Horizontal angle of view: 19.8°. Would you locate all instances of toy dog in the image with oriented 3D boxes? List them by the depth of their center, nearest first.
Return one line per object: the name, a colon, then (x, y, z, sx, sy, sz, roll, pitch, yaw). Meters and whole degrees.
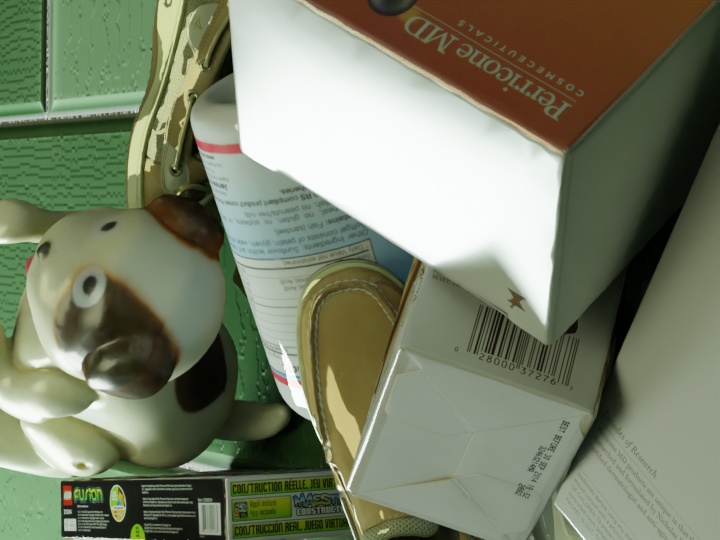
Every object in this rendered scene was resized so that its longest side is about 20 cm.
toy dog: (-0.130, 0.039, 1.113, 0.140, 0.193, 0.200, -58, -5, -23)

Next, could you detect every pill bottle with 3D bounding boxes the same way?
pill bottle: (0.000, 0.000, 0.960, 0.108, 0.108, 0.201, 13, 125, 57)

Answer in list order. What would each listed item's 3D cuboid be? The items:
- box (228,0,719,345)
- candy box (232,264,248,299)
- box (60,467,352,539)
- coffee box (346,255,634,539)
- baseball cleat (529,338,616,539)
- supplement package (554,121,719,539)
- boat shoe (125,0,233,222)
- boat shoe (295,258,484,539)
box: (0.071, -0.101, 0.765, 0.152, 0.200, 0.107, 32, 149, 23)
candy box: (0.002, -0.053, 1.063, 0.115, 0.055, 0.201, 47, 128, 47)
box: (-0.075, 0.128, 1.135, 0.199, 0.109, 0.035, -10, 82, 56)
coffee box: (0.064, -0.007, 0.838, 0.113, 0.079, 0.201, 109, 180, -54)
baseball cleat: (0.080, 0.078, 0.931, 0.107, 0.069, 0.201, 130, 134, -54)
supplement package: (0.176, 0.038, 0.730, 0.120, 0.120, 0.201, 51, 131, 44)
boat shoe: (-0.086, -0.089, 1.197, 0.063, 0.073, 0.202, 13, 97, 25)
boat shoe: (0.021, 0.095, 0.891, 0.076, 0.071, 0.201, -62, -48, -72)
